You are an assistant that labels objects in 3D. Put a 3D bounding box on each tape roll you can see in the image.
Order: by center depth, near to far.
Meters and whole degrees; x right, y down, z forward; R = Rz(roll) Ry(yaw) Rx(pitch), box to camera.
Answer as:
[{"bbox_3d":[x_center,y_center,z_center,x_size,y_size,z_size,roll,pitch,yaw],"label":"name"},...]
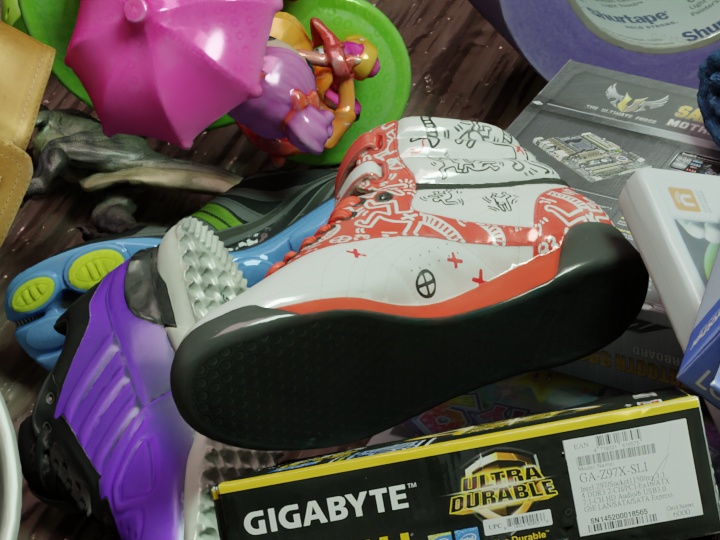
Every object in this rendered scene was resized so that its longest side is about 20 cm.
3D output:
[{"bbox_3d":[0.135,-0.180,1.319,0.199,0.201,0.085,-17,36,-15],"label":"tape roll"}]

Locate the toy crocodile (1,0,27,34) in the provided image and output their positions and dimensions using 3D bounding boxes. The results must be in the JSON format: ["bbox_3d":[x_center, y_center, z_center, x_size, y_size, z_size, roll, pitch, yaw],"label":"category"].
[{"bbox_3d":[-0.087,-0.147,1.442,0.199,0.062,0.068,-17,35,-22],"label":"toy crocodile"}]

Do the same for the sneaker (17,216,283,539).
[{"bbox_3d":[-0.086,0.080,1.113,0.099,0.070,0.201,-25,45,18],"label":"sneaker"}]

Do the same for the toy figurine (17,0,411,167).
[{"bbox_3d":[-0.059,-0.093,1.225,0.150,0.200,0.184,-51,14,12],"label":"toy figurine"}]

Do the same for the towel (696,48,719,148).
[{"bbox_3d":[0.245,-0.070,1.164,0.198,0.049,0.112,-6,26,-16],"label":"towel"}]

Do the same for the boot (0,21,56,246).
[{"bbox_3d":[-0.214,-0.031,1.145,0.202,0.143,0.071,-65,17,-11],"label":"boot"}]

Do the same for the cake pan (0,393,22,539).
[{"bbox_3d":[-0.228,0.086,1.066,0.199,0.037,0.202,5,65,-11],"label":"cake pan"}]

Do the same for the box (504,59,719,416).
[{"bbox_3d":[0.140,-0.011,1.177,0.199,0.049,0.158,15,39,25],"label":"box"}]

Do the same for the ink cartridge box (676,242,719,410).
[{"bbox_3d":[0.178,0.022,0.987,0.119,0.042,0.200,35,36,-6],"label":"ink cartridge box"}]

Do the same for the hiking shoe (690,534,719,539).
[{"bbox_3d":[0.118,0.149,0.979,0.100,0.076,0.200,2,26,25],"label":"hiking shoe"}]

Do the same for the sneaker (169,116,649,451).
[{"bbox_3d":[0.000,0.001,1.075,0.200,0.068,0.108,-14,42,-27],"label":"sneaker"}]

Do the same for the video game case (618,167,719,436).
[{"bbox_3d":[0.203,0.047,1.033,0.181,0.023,0.201,4,47,-28],"label":"video game case"}]

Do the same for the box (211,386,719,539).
[{"bbox_3d":[0.041,0.078,0.984,0.158,0.050,0.200,-13,-3,5],"label":"box"}]

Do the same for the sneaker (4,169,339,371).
[{"bbox_3d":[-0.054,0.002,1.224,0.198,0.071,0.083,-17,13,-9],"label":"sneaker"}]

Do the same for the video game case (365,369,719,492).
[{"bbox_3d":[0.101,0.043,1.167,0.142,0.018,0.200,12,39,24],"label":"video game case"}]

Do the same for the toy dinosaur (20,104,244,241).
[{"bbox_3d":[-0.119,-0.039,1.302,0.199,0.048,0.088,19,36,27],"label":"toy dinosaur"}]
